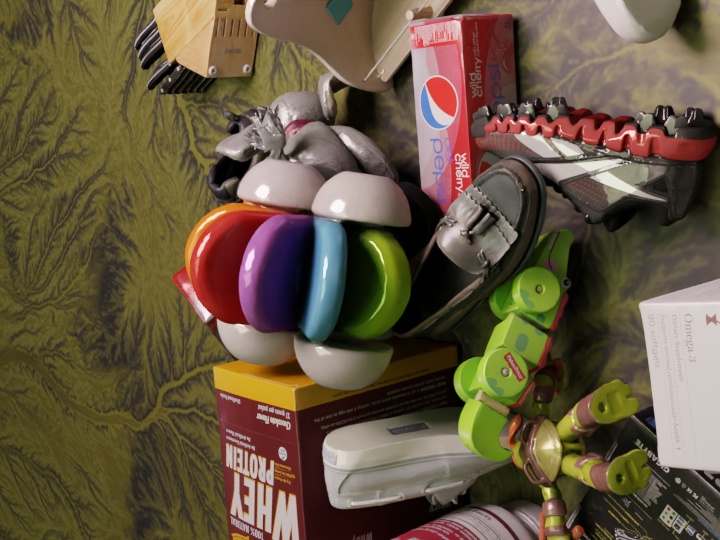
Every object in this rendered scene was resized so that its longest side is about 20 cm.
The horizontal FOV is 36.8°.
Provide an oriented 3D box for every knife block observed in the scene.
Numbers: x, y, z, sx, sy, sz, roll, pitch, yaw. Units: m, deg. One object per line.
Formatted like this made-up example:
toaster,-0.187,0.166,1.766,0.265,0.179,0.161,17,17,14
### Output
knife block,-0.190,-0.290,1.220,0.175,0.064,0.202,33,122,39

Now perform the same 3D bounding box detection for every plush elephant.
plush elephant,-0.049,-0.105,1.047,0.163,0.155,0.201,-21,124,14

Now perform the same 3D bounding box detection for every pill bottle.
pill bottle,0.084,0.268,0.926,0.112,0.199,0.114,14,109,46

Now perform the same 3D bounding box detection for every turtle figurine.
turtle figurine,0.160,0.132,0.863,0.161,0.064,0.202,143,132,-64

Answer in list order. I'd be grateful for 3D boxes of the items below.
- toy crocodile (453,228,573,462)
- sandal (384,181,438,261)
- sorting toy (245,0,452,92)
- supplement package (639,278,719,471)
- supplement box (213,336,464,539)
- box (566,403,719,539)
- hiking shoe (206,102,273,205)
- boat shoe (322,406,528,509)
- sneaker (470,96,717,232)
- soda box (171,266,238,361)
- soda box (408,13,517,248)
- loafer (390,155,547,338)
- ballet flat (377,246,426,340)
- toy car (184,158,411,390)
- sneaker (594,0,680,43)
toy crocodile,0.129,0.056,0.876,0.201,0.061,0.067,-65,10,-20
sandal,-0.001,-0.001,0.971,0.075,0.048,0.201,42,135,10
sorting toy,-0.005,-0.255,0.930,0.200,0.179,0.107,-46,65,43
supplement package,0.300,0.065,0.699,0.199,0.117,0.118,-5,94,49
supplement box,-0.017,0.178,1.021,0.132,0.196,0.202,6,103,50
box,0.259,0.226,0.834,0.200,0.049,0.161,44,131,34
hiking shoe,-0.128,-0.082,1.167,0.075,0.100,0.202,27,118,43
boat shoe,0.061,0.167,0.941,0.070,0.199,0.072,-140,49,-64
sneaker,0.171,-0.081,0.835,0.199,0.071,0.099,13,111,34
soda box,-0.121,0.055,1.126,0.070,0.063,0.200,48,171,30
soda box,0.093,-0.116,0.931,0.063,0.070,0.202,6,104,49
loafer,0.082,-0.007,0.867,0.072,0.063,0.201,51,140,20
ballet flat,0.029,0.030,1.038,0.199,0.070,0.071,-31,75,44
toy car,-0.059,0.000,0.885,0.199,0.149,0.177,13,96,34
sneaker,0.175,-0.250,0.821,0.088,0.075,0.202,-43,60,58
